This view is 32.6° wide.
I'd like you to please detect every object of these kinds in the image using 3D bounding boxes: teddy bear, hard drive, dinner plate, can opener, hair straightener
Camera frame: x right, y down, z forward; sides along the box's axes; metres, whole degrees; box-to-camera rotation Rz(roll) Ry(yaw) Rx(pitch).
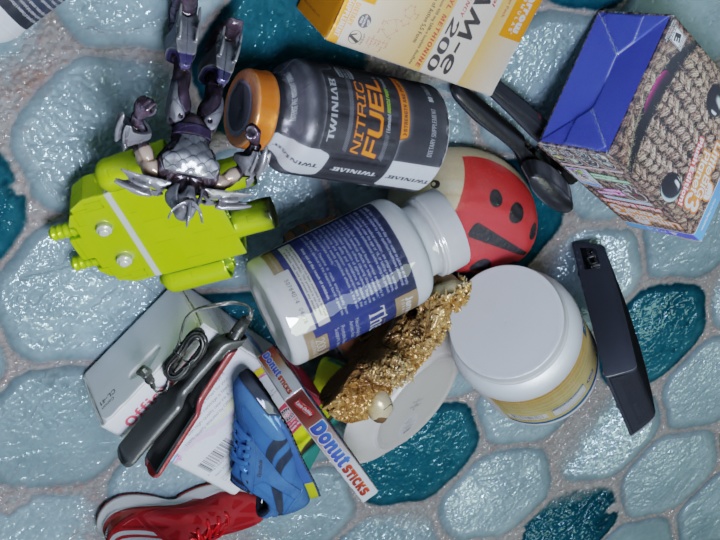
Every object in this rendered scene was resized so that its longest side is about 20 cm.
[{"bbox_3d":[0.045,0.081,1.247,0.067,0.145,0.200,41,76,-12],"label":"teddy bear"},{"bbox_3d":[0.290,0.072,1.407,0.042,0.201,0.135,-18,135,14],"label":"hard drive"},{"bbox_3d":[0.057,0.144,1.396,0.200,0.024,0.201,-37,151,-24],"label":"dinner plate"},{"bbox_3d":[0.168,-0.144,1.276,0.063,0.079,0.200,-39,124,12],"label":"can opener"},{"bbox_3d":[-0.170,0.106,1.161,0.077,0.041,0.200,28,107,-40],"label":"hair straightener"}]

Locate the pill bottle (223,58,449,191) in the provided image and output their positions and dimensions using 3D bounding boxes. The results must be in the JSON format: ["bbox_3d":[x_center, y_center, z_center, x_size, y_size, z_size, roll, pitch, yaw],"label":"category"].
[{"bbox_3d":[-0.025,-0.136,1.140,0.199,0.106,0.107,5,120,-32],"label":"pill bottle"}]

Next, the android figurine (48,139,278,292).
[{"bbox_3d":[-0.181,-0.046,1.120,0.199,0.041,0.182,-14,141,6],"label":"android figurine"}]

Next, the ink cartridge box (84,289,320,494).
[{"bbox_3d":[-0.158,0.124,1.266,0.148,0.086,0.200,-45,132,6],"label":"ink cartridge box"}]

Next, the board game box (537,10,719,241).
[{"bbox_3d":[0.303,-0.149,1.287,0.200,0.097,0.160,32,81,-41],"label":"board game box"}]

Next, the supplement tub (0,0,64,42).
[{"bbox_3d":[-0.256,-0.258,0.897,0.200,0.140,0.141,-37,133,-1],"label":"supplement tub"}]

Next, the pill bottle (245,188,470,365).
[{"bbox_3d":[0.000,0.000,1.179,0.199,0.111,0.111,-26,132,-12],"label":"pill bottle"}]

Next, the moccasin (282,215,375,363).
[{"bbox_3d":[-0.014,0.026,1.292,0.077,0.074,0.202,-24,122,-1],"label":"moccasin"}]

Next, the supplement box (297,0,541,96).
[{"bbox_3d":[0.060,-0.252,1.125,0.199,0.074,0.126,11,117,-35],"label":"supplement box"}]

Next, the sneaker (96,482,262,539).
[{"bbox_3d":[-0.182,0.301,1.360,0.199,0.116,0.079,-4,124,-27],"label":"sneaker"}]

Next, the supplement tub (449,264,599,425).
[{"bbox_3d":[0.179,0.083,1.352,0.145,0.145,0.200,-40,155,2],"label":"supplement tub"}]

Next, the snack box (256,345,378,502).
[{"bbox_3d":[-0.042,0.160,1.256,0.024,0.072,0.200,-35,134,-4],"label":"snack box"}]

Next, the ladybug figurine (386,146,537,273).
[{"bbox_3d":[0.118,-0.055,1.302,0.199,0.072,0.136,17,113,-37],"label":"ladybug figurine"}]

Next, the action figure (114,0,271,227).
[{"bbox_3d":[-0.140,-0.127,1.028,0.130,0.201,0.069,16,152,-29],"label":"action figure"}]

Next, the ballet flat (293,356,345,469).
[{"bbox_3d":[-0.064,0.175,1.367,0.200,0.067,0.067,-57,166,27],"label":"ballet flat"}]

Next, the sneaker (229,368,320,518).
[{"bbox_3d":[-0.102,0.184,1.242,0.078,0.066,0.201,-26,133,-8],"label":"sneaker"}]
